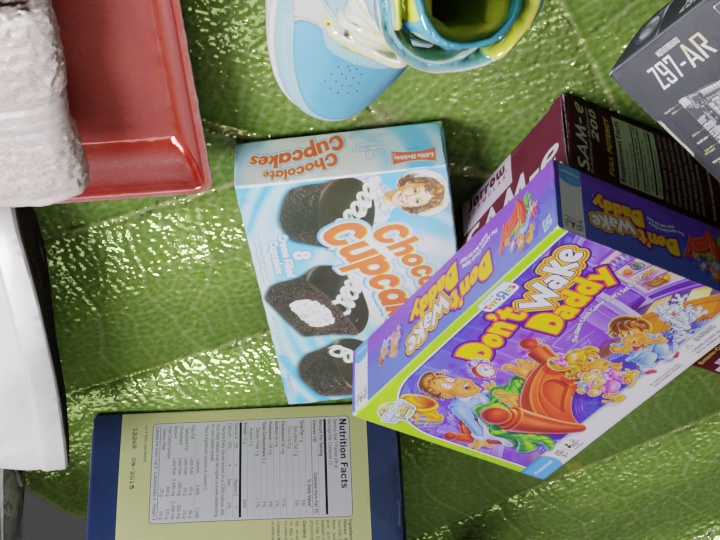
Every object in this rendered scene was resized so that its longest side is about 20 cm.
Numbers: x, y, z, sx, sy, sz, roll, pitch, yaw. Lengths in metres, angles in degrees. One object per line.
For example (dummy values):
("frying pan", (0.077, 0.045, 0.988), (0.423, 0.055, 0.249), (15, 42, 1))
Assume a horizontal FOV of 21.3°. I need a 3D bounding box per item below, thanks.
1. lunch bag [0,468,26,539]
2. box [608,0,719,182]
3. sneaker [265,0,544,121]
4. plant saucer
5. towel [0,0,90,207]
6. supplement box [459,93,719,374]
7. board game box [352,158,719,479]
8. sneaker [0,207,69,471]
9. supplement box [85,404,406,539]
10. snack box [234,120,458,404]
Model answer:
("lunch bag", (-0.303, 0.170, 1.203), (0.198, 0.140, 0.169), (1, 119, -6))
("box", (0.237, -0.095, 0.903), (0.160, 0.044, 0.200), (42, 143, -7))
("sneaker", (0.014, -0.108, 0.789), (0.079, 0.131, 0.201), (11, 136, -18))
("plant saucer", (-0.182, -0.111, 0.951), (0.198, 0.037, 0.201), (-3, 141, 2))
("towel", (-0.238, -0.081, 0.930), (0.198, 0.035, 0.133), (-3, 141, 0))
("supplement box", (0.167, -0.014, 1.069), (0.198, 0.061, 0.109), (19, 136, -22))
("board game box", (0.102, 0.033, 1.041), (0.133, 0.045, 0.200), (20, 139, -24))
("sneaker", (-0.214, 0.041, 1.084), (0.084, 0.073, 0.201), (-3, 128, -5))
("supplement box", (-0.068, 0.201, 1.255), (0.198, 0.135, 0.201), (-3, 141, 0))
("snack box", (0.000, 0.000, 1.094), (0.115, 0.037, 0.201), (-6, 140, 4))
